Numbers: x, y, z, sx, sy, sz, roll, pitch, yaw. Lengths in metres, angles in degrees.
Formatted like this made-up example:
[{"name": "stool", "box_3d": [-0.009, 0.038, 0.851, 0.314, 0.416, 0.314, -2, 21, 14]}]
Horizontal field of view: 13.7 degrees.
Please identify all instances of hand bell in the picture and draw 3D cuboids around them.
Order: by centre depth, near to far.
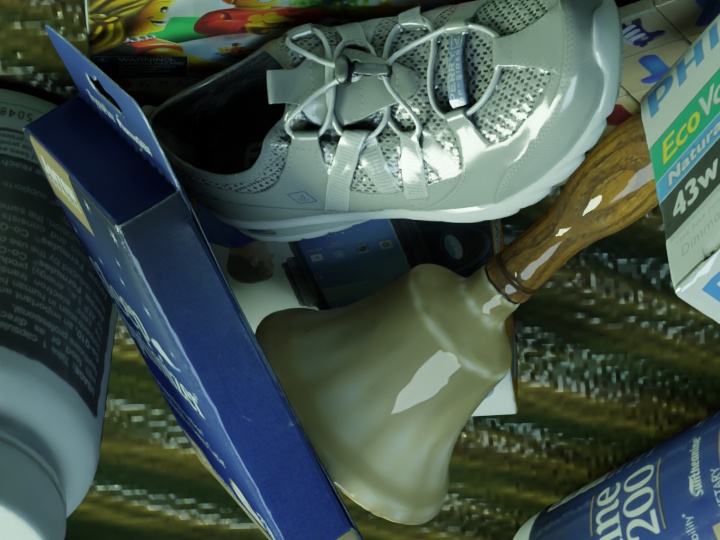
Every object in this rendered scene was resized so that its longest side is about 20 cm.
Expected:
[{"name": "hand bell", "box_3d": [0.062, -0.003, 1.154, 0.104, 0.104, 0.200, 34, 117, -29]}]

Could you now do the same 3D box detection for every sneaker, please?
[{"name": "sneaker", "box_3d": [0.004, -0.054, 1.063, 0.200, 0.075, 0.082, -20, 155, 37]}]

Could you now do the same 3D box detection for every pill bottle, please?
[{"name": "pill bottle", "box_3d": [-0.153, 0.035, 1.160, 0.113, 0.201, 0.113, 2, 136, 2]}, {"name": "pill bottle", "box_3d": [0.134, 0.138, 1.317, 0.200, 0.111, 0.111, -33, 126, 32]}]

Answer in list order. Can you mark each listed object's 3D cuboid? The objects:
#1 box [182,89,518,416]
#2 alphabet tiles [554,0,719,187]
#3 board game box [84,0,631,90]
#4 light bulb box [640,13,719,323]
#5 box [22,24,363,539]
[{"name": "box", "box_3d": [0.000, 0.000, 1.233, 0.118, 0.042, 0.200, -4, 134, 7]}, {"name": "alphabet tiles", "box_3d": [0.136, -0.072, 1.121, 0.199, 0.008, 0.167, -18, 159, 20]}, {"name": "board game box", "box_3d": [0.000, -0.108, 1.082, 0.199, 0.035, 0.126, -2, 156, -4]}, {"name": "light bulb box", "box_3d": [0.232, -0.041, 0.991, 0.200, 0.125, 0.198, 31, 118, -20]}, {"name": "box", "box_3d": [-0.069, 0.011, 1.108, 0.032, 0.121, 0.201, -30, 118, -10]}]
